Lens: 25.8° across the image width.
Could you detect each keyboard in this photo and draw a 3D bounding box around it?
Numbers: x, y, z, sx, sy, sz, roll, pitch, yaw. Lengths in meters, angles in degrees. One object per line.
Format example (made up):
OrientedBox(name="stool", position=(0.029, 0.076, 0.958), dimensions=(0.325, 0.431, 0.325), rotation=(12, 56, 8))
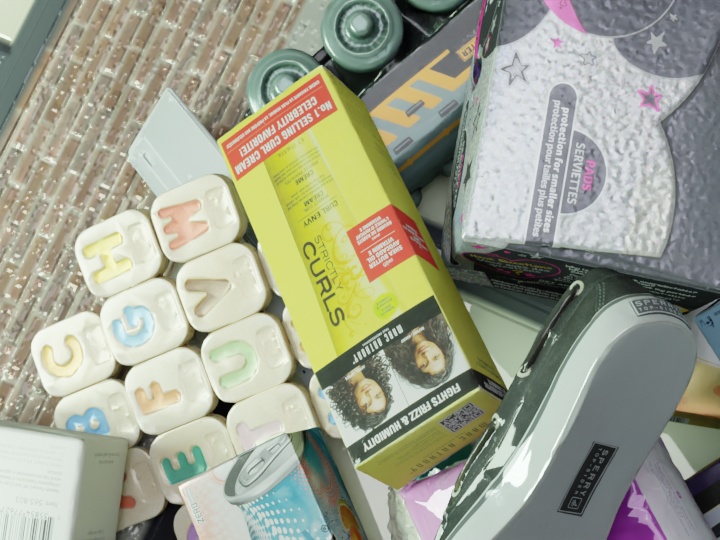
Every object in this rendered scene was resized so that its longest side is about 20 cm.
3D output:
OrientedBox(name="keyboard", position=(-0.060, -0.011, 0.874), dimensions=(0.200, 0.011, 0.056), rotation=(50, 123, 13))

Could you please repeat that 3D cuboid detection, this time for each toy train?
OrientedBox(name="toy train", position=(0.024, -0.101, 0.871), dimensions=(0.199, 0.085, 0.114), rotation=(-39, 83, -2))

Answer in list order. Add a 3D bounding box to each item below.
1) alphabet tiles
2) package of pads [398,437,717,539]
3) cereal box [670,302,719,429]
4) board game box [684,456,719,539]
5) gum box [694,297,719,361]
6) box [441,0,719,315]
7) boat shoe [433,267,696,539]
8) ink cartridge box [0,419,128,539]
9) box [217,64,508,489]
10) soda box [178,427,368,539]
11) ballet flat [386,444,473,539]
OrientedBox(name="alphabet tiles", position=(-0.081, 0.056, 0.852), dimensions=(0.194, 0.015, 0.202), rotation=(-22, 86, 15))
OrientedBox(name="package of pads", position=(0.115, 0.158, 0.726), dimensions=(0.120, 0.075, 0.202), rotation=(-34, 72, 21))
OrientedBox(name="cereal box", position=(0.222, -0.014, 0.833), dimensions=(0.142, 0.040, 0.203), rotation=(7, 78, 11))
OrientedBox(name="board game box", position=(0.204, 0.192, 0.757), dimensions=(0.165, 0.057, 0.201), rotation=(-36, 73, 16))
OrientedBox(name="gum box", position=(0.259, 0.069, 0.721), dimensions=(0.044, 0.169, 0.201), rotation=(-35, 85, 44))
OrientedBox(name="box", position=(0.120, -0.091, 0.773), dimensions=(0.130, 0.115, 0.203), rotation=(11, 81, 0))
OrientedBox(name="boat shoe", position=(0.075, 0.091, 0.681), dimensions=(0.201, 0.068, 0.057), rotation=(-60, 31, 15))
OrientedBox(name="ink cartridge box", position=(-0.199, 0.182, 0.832), dimensions=(0.114, 0.068, 0.203), rotation=(7, 85, 13))
OrientedBox(name="box", position=(0.000, 0.000, 0.766), dimensions=(0.075, 0.050, 0.201), rotation=(-32, 58, 14))
OrientedBox(name="soda box", position=(-0.017, 0.184, 0.793), dimensions=(0.068, 0.064, 0.202), rotation=(-26, 82, 12))
OrientedBox(name="ballet flat", position=(0.049, 0.171, 0.806), dimensions=(0.071, 0.072, 0.202), rotation=(-24, 71, 3))
